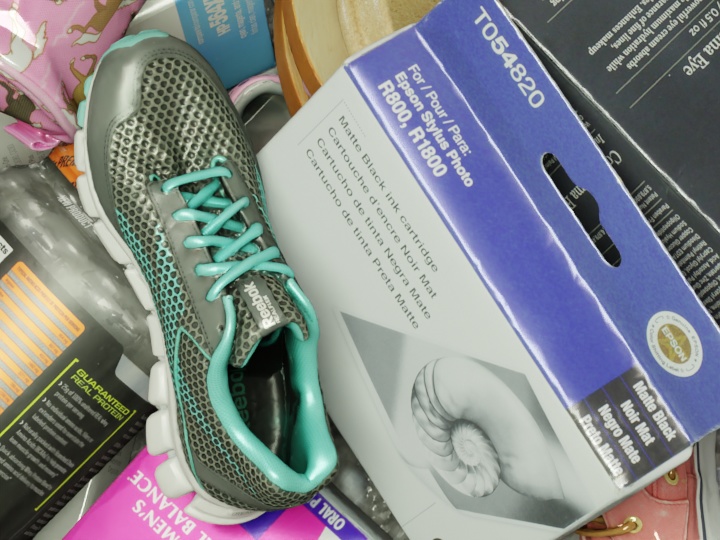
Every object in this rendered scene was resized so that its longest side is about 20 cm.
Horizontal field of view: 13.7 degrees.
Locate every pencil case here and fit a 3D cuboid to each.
[{"bbox_3d":[-0.100,-0.148,1.202,0.086,0.083,0.200,35,76,-12],"label":"pencil case"}]

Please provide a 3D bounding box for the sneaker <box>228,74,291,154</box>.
[{"bbox_3d":[0.000,0.000,1.286,0.070,0.082,0.200,-38,74,1],"label":"sneaker"}]

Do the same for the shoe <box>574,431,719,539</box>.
[{"bbox_3d":[0.100,0.088,1.235,0.071,0.091,0.201,-18,65,51],"label":"shoe"}]

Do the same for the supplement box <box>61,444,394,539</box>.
[{"bbox_3d":[-0.087,0.159,1.260,0.101,0.103,0.200,41,90,15],"label":"supplement box"}]

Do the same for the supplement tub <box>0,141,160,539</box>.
[{"bbox_3d":[-0.153,0.043,1.241,0.200,0.123,0.123,-44,74,0],"label":"supplement tub"}]

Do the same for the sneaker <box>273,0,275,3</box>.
[{"bbox_3d":[-0.027,-0.207,1.319,0.075,0.115,0.201,-6,77,10],"label":"sneaker"}]

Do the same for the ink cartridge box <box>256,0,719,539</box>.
[{"bbox_3d":[0.039,0.013,1.167,0.041,0.200,0.200,-29,82,-36],"label":"ink cartridge box"}]

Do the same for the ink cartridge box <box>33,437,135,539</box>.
[{"bbox_3d":[-0.189,0.020,1.339,0.199,0.045,0.177,14,82,13],"label":"ink cartridge box"}]

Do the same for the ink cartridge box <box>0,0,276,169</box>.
[{"bbox_3d":[-0.156,-0.118,1.304,0.200,0.125,0.129,-27,75,-7],"label":"ink cartridge box"}]

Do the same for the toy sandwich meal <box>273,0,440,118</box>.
[{"bbox_3d":[0.059,-0.092,1.283,0.205,0.070,0.206,13,60,-22],"label":"toy sandwich meal"}]

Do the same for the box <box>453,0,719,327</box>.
[{"bbox_3d":[0.152,-0.079,1.204,0.182,0.104,0.200,46,60,3],"label":"box"}]

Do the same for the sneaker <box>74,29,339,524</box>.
[{"bbox_3d":[-0.050,0.003,1.157,0.077,0.091,0.201,-21,101,-26],"label":"sneaker"}]
